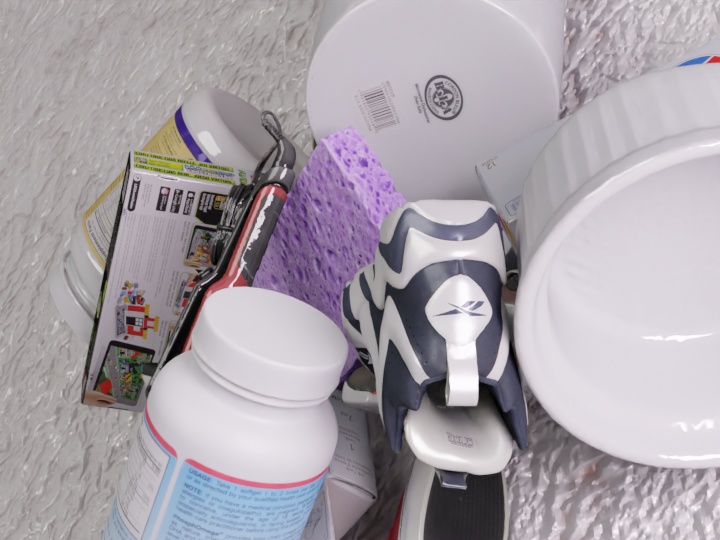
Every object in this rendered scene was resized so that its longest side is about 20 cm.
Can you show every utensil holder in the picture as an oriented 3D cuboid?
[{"bbox_3d":[0.055,-0.154,1.039,0.170,0.170,0.200,-38,22,26],"label":"utensil holder"}]

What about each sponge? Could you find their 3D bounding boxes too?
[{"bbox_3d":[-0.018,0.004,1.007,0.112,0.030,0.200,58,149,13],"label":"sponge"}]

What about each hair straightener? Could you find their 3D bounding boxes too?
[{"bbox_3d":[-0.089,-0.005,0.988,0.077,0.041,0.200,9,81,63],"label":"hair straightener"}]

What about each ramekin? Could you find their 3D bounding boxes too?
[{"bbox_3d":[0.171,-0.006,0.788,0.200,0.200,0.098,-40,28,23],"label":"ramekin"}]

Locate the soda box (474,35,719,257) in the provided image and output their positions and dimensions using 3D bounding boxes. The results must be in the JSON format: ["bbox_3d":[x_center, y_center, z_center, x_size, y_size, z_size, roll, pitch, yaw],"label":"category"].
[{"bbox_3d":[0.171,-0.066,0.890,0.200,0.068,0.064,-27,38,4],"label":"soda box"}]

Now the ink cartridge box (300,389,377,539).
[{"bbox_3d":[-0.061,0.196,1.010,0.200,0.044,0.174,-50,28,27],"label":"ink cartridge box"}]

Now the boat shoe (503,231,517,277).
[{"bbox_3d":[0.113,-0.025,0.993,0.200,0.072,0.066,-51,32,29],"label":"boat shoe"}]

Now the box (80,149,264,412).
[{"bbox_3d":[-0.135,0.016,1.162,0.035,0.110,0.200,-106,29,-60],"label":"box"}]

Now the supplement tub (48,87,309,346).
[{"bbox_3d":[-0.135,-0.027,1.242,0.200,0.145,0.145,-46,34,17],"label":"supplement tub"}]

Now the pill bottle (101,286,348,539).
[{"bbox_3d":[-0.077,0.115,0.889,0.200,0.109,0.109,-69,27,24],"label":"pill bottle"}]

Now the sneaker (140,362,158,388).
[{"bbox_3d":[-0.084,0.105,1.038,0.200,0.076,0.077,7,97,63],"label":"sneaker"}]

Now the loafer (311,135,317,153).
[{"bbox_3d":[-0.002,-0.085,1.124,0.200,0.076,0.068,-99,14,-74],"label":"loafer"}]

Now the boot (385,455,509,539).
[{"bbox_3d":[0.012,0.186,0.944,0.144,0.072,0.200,-21,47,47],"label":"boot"}]

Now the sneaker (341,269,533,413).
[{"bbox_3d":[0.076,0.041,0.961,0.200,0.077,0.082,-16,70,31],"label":"sneaker"}]

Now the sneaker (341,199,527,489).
[{"bbox_3d":[0.037,0.059,0.829,0.199,0.079,0.130,119,150,-64],"label":"sneaker"}]
